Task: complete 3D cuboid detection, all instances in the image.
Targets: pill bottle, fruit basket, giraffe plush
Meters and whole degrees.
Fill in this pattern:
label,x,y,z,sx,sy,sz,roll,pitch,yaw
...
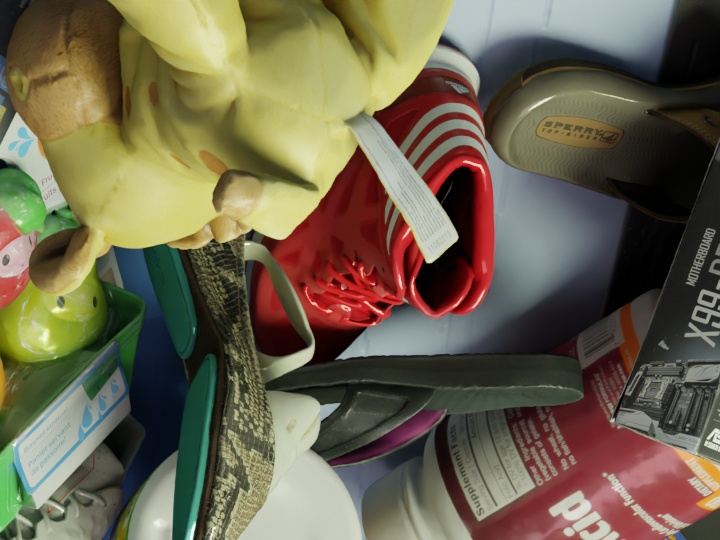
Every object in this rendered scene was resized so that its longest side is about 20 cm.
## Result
label,x,y,z,sx,sy,sz,roll,pitch,yaw
pill bottle,-0.072,0.148,0.938,0.110,0.112,0.200,4,166,-12
fruit basket,-0.166,0.016,0.821,0.093,0.185,0.201,25,139,21
pill bottle,0.106,0.107,0.972,0.200,0.114,0.114,-34,127,21
giraffe plush,-0.065,-0.075,0.698,0.172,0.201,0.162,-18,177,-44

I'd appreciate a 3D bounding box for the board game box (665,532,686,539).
label,x,y,z,sx,sy,sz,roll,pitch,yaw
board game box,0.098,0.201,1.101,0.199,0.045,0.135,-28,129,16

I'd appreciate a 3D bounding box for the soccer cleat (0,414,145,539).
label,x,y,z,sx,sy,sz,roll,pitch,yaw
soccer cleat,-0.158,0.122,0.908,0.069,0.200,0.085,43,105,-2

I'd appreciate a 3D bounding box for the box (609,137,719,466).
label,x,y,z,sx,sy,sz,roll,pitch,yaw
box,0.216,0.027,0.868,0.200,0.050,0.158,22,88,-46

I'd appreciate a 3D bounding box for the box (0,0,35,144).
label,x,y,z,sx,sy,sz,roll,pitch,yaw
box,-0.202,-0.101,0.698,0.049,0.201,0.161,-3,146,49

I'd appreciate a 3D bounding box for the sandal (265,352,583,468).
label,x,y,z,sx,sy,sz,roll,pitch,yaw
sandal,0.010,0.071,0.908,0.199,0.048,0.075,-4,166,16

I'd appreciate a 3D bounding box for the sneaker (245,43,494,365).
label,x,y,z,sx,sy,sz,roll,pitch,yaw
sneaker,0.000,0.000,0.861,0.078,0.116,0.201,11,129,-18

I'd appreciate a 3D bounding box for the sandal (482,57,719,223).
label,x,y,z,sx,sy,sz,roll,pitch,yaw
sandal,0.155,-0.056,0.872,0.199,0.055,0.082,7,131,-23

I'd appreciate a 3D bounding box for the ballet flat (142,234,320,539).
label,x,y,z,sx,sy,sz,roll,pitch,yaw
ballet flat,-0.055,0.043,0.840,0.075,0.201,0.068,3,145,-19
